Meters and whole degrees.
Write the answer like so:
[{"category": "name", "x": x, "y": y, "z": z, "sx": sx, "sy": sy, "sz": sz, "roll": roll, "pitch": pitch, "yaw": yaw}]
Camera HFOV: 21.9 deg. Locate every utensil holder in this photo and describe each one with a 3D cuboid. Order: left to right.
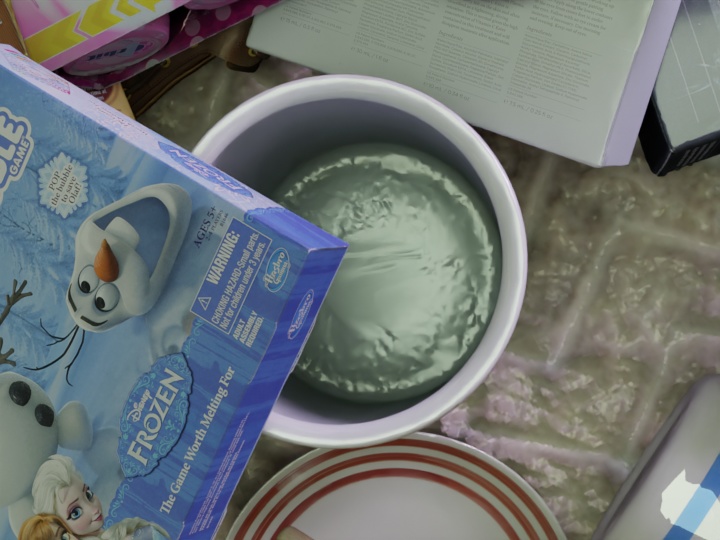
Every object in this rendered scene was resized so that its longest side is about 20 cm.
[{"category": "utensil holder", "x": 0.000, "y": 0.000, "z": 0.932, "sx": 0.170, "sy": 0.200, "sz": 0.170, "roll": 0, "pitch": 87, "yaw": 6}]

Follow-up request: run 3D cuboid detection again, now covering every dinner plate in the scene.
[{"category": "dinner plate", "x": 0.019, "y": 0.182, "z": 1.000, "sx": 0.200, "sy": 0.024, "sz": 0.200, "roll": 0, "pitch": 98, "yaw": -2}]

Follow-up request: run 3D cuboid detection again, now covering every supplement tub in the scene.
[{"category": "supplement tub", "x": 0.226, "y": 0.155, "z": 0.939, "sx": 0.200, "sy": 0.132, "sz": 0.132, "roll": 33, "pitch": 92, "yaw": 7}]

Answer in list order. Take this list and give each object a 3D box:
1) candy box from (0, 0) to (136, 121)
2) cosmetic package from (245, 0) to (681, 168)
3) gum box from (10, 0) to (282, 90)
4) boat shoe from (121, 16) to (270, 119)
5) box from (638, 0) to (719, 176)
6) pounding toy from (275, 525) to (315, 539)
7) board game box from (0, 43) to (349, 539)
[{"category": "candy box", "x": -0.185, "y": -0.094, "z": 0.996, "sx": 0.117, "sy": 0.056, "sz": 0.200, "roll": -26, "pitch": 86, "yaw": 46}, {"category": "cosmetic package", "x": 0.057, "y": -0.152, "z": 0.907, "sx": 0.200, "sy": 0.052, "sz": 0.151, "roll": 22, "pitch": 104, "yaw": 22}, {"category": "gum box", "x": -0.079, "y": -0.181, "z": 0.901, "sx": 0.200, "sy": 0.066, "sz": 0.114, "roll": -23, "pitch": 81, "yaw": 22}, {"category": "boat shoe", "x": -0.066, "y": -0.141, "z": 1.011, "sx": 0.200, "sy": 0.072, "sz": 0.068, "roll": -25, "pitch": 91, "yaw": 11}, {"category": "box", "x": 0.216, "y": -0.176, "z": 0.956, "sx": 0.196, "sy": 0.124, "sz": 0.200, "roll": -19, "pitch": 86, "yaw": 3}, {"category": "pounding toy", "x": 0.066, "y": 0.221, "z": 0.869, "sx": 0.184, "sy": 0.200, "sz": 0.142, "roll": -11, "pitch": 127, "yaw": 4}, {"category": "board game box", "x": -0.133, "y": 0.030, "z": 0.837, "sx": 0.199, "sy": 0.043, "sz": 0.200, "roll": 30, "pitch": 105, "yaw": 21}]
